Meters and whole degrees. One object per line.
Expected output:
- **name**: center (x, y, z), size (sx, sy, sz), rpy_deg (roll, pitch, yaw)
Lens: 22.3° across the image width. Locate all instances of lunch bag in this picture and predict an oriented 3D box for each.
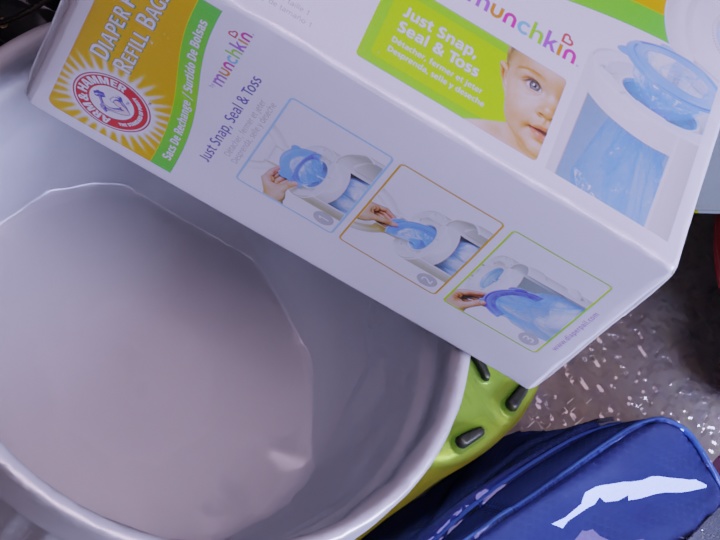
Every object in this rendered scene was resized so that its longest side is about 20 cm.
- **lunch bag**: center (0.066, 0.152, 0.735), size (0.199, 0.132, 0.137), rpy_deg (-34, 93, -24)

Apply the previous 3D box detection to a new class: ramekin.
- **ramekin**: center (-0.071, 0.019, 0.640), size (0.198, 0.105, 0.202), rpy_deg (11, 62, -20)

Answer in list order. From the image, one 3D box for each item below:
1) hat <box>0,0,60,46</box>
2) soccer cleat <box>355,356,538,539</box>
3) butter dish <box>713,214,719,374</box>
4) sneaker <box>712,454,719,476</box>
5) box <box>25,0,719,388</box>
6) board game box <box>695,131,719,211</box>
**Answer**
- **hat**: center (-0.117, -0.124, 0.703), size (0.198, 0.081, 0.202), rpy_deg (-3, 123, -4)
- **soccer cleat**: center (-0.013, 0.084, 0.744), size (0.199, 0.084, 0.065), rpy_deg (-35, 78, -19)
- **butter dish**: center (0.224, 0.015, 0.824), size (0.199, 0.148, 0.201), rpy_deg (36, 29, -15)
- **sneaker**: center (0.214, 0.155, 0.785), size (0.079, 0.095, 0.201), rpy_deg (-36, 124, -1)
- **box**: center (0.009, -0.070, 0.595), size (0.199, 0.101, 0.113), rpy_deg (29, 57, -9)
- **board game box**: center (0.160, -0.123, 0.727), size (0.201, 0.102, 0.106), rpy_deg (-59, 142, -44)
